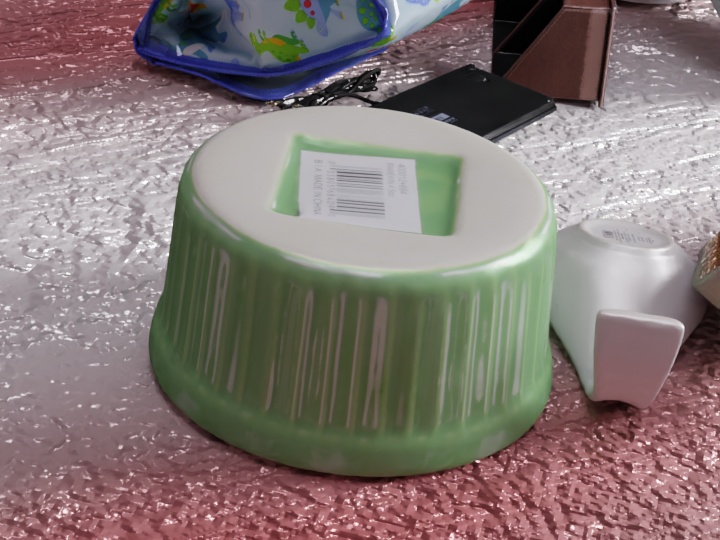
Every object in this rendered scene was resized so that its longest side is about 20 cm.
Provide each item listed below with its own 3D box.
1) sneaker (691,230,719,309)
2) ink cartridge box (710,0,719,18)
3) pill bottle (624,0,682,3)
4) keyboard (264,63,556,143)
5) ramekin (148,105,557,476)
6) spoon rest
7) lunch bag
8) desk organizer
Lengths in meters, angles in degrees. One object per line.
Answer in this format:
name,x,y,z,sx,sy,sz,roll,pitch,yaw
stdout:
sneaker,0.227,0.002,0.887,0.080,0.071,0.200,47,24,2
ink cartridge box,0.324,-0.247,1.166,0.145,0.145,0.201,-14,72,-30
pill bottle,0.229,-0.316,1.295,0.115,0.201,0.116,5,26,-2
keyboard,0.023,-0.094,1.056,0.127,0.021,0.200,27,35,30
ramekin,0.000,0.000,0.803,0.199,0.098,0.200,5,30,-3
spoon rest,0.131,0.021,0.851,0.099,0.061,0.200,10,16,4
lunch bag,-0.032,-0.192,1.112,0.199,0.128,0.170,-11,14,36
desk organizer,0.135,-0.191,1.195,0.077,0.072,0.200,5,29,3
